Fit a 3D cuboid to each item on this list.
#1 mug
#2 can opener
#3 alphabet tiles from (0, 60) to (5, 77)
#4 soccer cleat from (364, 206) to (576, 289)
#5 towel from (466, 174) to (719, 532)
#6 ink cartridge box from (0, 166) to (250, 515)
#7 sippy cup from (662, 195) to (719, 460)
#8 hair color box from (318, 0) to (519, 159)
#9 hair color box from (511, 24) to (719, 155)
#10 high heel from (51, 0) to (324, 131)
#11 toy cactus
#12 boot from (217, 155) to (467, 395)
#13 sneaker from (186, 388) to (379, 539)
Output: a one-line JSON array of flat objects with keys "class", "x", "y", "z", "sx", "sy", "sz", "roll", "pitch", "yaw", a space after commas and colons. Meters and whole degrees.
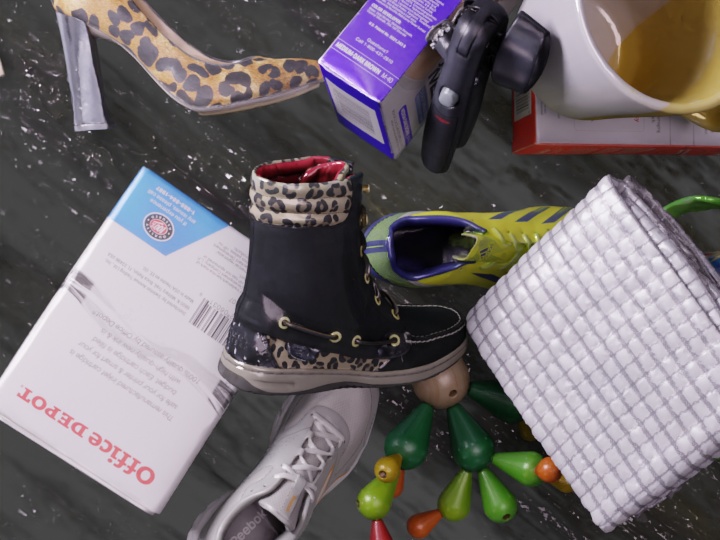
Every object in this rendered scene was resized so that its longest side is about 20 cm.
[{"class": "mug", "x": 0.193, "y": -0.158, "z": 0.996, "sx": 0.149, "sy": 0.153, "sz": 0.188, "roll": -31, "pitch": 96, "yaw": -19}, {"class": "can opener", "x": 0.074, "y": -0.127, "z": 1.012, "sx": 0.079, "sy": 0.200, "sz": 0.063, "roll": 42, "pitch": 63, "yaw": 9}, {"class": "alphabet tiles", "x": -0.379, "y": -0.194, "z": 1.006, "sx": 0.198, "sy": 0.008, "sz": 0.169, "roll": -18, "pitch": 92, "yaw": -13}, {"class": "soccer cleat", "x": 0.099, "y": -0.017, "z": 1.070, "sx": 0.198, "sy": 0.084, "sz": 0.066, "roll": -3, "pitch": 88, "yaw": -13}, {"class": "towel", "x": 0.191, "y": 0.058, "z": 0.988, "sx": 0.166, "sy": 0.085, "sz": 0.201, "roll": -44, "pitch": 68, "yaw": 23}, {"class": "ink cartridge box", "x": -0.156, "y": 0.051, "z": 1.008, "sx": 0.145, "sy": 0.084, "sz": 0.201, "roll": 35, "pitch": 81, "yaw": -11}, {"class": "sippy cup", "x": 0.263, "y": 0.042, "z": 1.057, "sx": 0.139, "sy": 0.130, "sz": 0.179, "roll": -35, "pitch": 104, "yaw": -44}, {"class": "hair color box", "x": 0.058, "y": -0.194, "z": 1.048, "sx": 0.065, "sy": 0.109, "sz": 0.201, "roll": 34, "pitch": 80, "yaw": 16}, {"class": "hair color box", "x": 0.222, "y": -0.145, "z": 1.115, "sx": 0.198, "sy": 0.061, "sz": 0.103, "roll": 0, "pitch": 87, "yaw": -12}, {"class": "high heel", "x": -0.126, "y": -0.185, "z": 1.028, "sx": 0.198, "sy": 0.071, "sz": 0.144, "roll": -8, "pitch": 96, "yaw": -4}, {"class": "toy cactus", "x": 0.074, "y": 0.118, "z": 1.064, "sx": 0.198, "sy": 0.102, "sz": 0.166, "roll": -24, "pitch": 84, "yaw": -4}, {"class": "boot", "x": 0.000, "y": 0.001, "z": 0.973, "sx": 0.202, "sy": 0.073, "sz": 0.155, "roll": -6, "pitch": 113, "yaw": -33}, {"class": "sneaker", "x": -0.047, "y": 0.155, "z": 1.026, "sx": 0.076, "sy": 0.092, "sz": 0.201, "roll": 38, "pitch": 80, "yaw": -9}]
